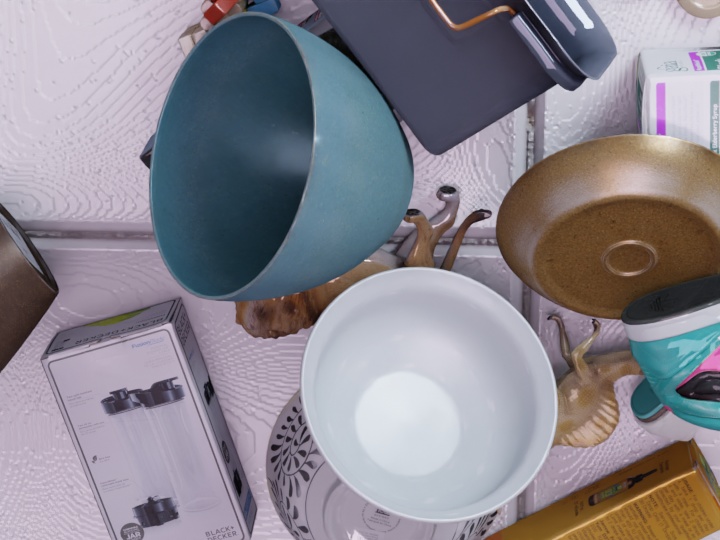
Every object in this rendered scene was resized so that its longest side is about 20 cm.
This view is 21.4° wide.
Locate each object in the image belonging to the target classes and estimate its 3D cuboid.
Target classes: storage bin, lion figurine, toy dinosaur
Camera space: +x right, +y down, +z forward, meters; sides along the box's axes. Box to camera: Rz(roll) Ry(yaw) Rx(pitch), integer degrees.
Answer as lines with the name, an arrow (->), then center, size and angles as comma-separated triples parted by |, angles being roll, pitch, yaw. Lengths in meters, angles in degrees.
storage bin -> 0.060, -0.181, 1.316 | 0.134, 0.146, 0.200 | -36, 96, 25
lion figurine -> 0.000, 0.000, 1.485 | 0.199, 0.073, 0.123 | 2, 117, -1
toy dinosaur -> 0.153, 0.105, 1.508 | 0.200, 0.058, 0.101 | -44, 93, 9

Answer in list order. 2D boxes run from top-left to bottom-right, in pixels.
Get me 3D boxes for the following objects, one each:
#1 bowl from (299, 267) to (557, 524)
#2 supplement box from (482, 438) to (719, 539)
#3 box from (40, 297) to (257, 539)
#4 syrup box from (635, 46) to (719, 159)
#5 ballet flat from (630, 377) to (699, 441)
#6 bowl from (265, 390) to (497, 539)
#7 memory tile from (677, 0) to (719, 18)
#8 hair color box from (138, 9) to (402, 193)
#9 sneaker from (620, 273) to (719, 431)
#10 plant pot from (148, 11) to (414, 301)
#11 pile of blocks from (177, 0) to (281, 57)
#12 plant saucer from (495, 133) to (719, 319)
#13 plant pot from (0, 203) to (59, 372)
bowl -> 0.044, 0.107, 1.451 | 0.200, 0.090, 0.202 | 4, 66, -10
supplement box -> 0.198, 0.214, 1.546 | 0.199, 0.067, 0.069 | -31, 105, 14
box -> -0.169, 0.134, 1.547 | 0.116, 0.060, 0.201 | -17, 107, 10
syrup box -> 0.307, -0.122, 1.415 | 0.199, 0.079, 0.082 | -1, 109, 5
ballet flat -> 0.299, 0.062, 1.494 | 0.069, 0.070, 0.200 | 41, 111, -10
bowl -> 0.017, 0.181, 1.533 | 0.199, 0.094, 0.202 | 1, 108, 4
memory tile -> 0.289, -0.277, 1.397 | 0.153, 0.017, 0.201 | 23, 109, -4
hair color box -> -0.060, -0.113, 1.454 | 0.200, 0.061, 0.099 | -35, 104, 14
sneaker -> 0.303, 0.064, 1.408 | 0.199, 0.084, 0.121 | -13, 109, 12
plant pot -> -0.041, -0.071, 1.353 | 0.134, 0.200, 0.201 | 10, 114, -38
pile of blocks -> -0.083, -0.226, 1.416 | 0.082, 0.062, 0.201 | 14, 110, -1
plant saucer -> 0.201, -0.021, 1.429 | 0.199, 0.036, 0.201 | 1, 139, 1
plant pot -> -0.342, 0.036, 1.478 | 0.200, 0.187, 0.187 | -36, 104, -1
